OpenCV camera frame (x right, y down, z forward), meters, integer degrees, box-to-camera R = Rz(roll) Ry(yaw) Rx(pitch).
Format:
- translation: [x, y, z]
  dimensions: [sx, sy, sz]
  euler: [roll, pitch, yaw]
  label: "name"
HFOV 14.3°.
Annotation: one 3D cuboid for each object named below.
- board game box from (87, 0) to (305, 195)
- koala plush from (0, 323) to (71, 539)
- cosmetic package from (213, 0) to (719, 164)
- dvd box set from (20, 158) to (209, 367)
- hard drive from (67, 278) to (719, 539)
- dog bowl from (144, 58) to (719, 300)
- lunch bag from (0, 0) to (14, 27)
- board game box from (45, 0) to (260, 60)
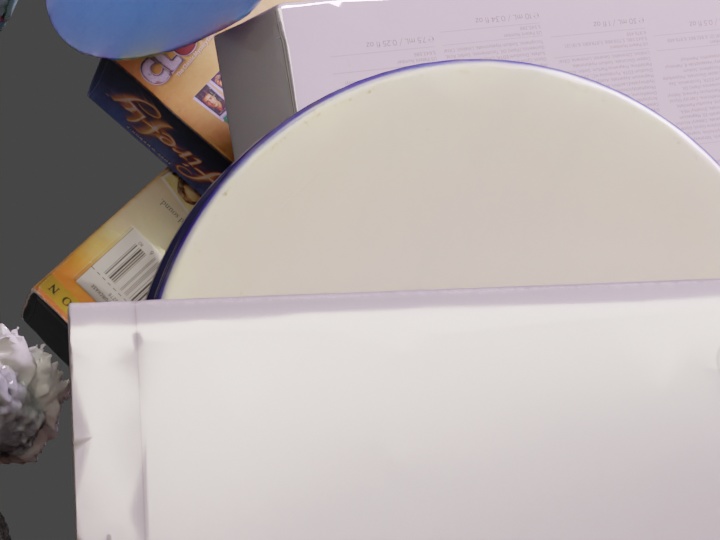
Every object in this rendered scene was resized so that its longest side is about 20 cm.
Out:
- translation: [0.018, -0.089, 1.018]
  dimensions: [0.135, 0.035, 0.200]
  euler: [41, 62, 4]
  label: "board game box"
- translation: [-0.153, 0.096, 0.832]
  dimensions: [0.183, 0.200, 0.178]
  euler: [36, 62, 1]
  label: "koala plush"
- translation: [0.059, -0.018, 0.955]
  dimensions: [0.199, 0.052, 0.152]
  euler: [-8, 85, -31]
  label: "cosmetic package"
- translation: [0.000, 0.000, 1.011]
  dimensions: [0.146, 0.029, 0.200]
  euler: [43, 63, 5]
  label: "dvd box set"
- translation: [0.021, 0.072, 0.792]
  dimensions: [0.199, 0.026, 0.133]
  euler: [-2, 87, -6]
  label: "hard drive"
- translation: [0.031, 0.040, 0.847]
  dimensions: [0.199, 0.079, 0.201]
  euler: [0, 87, -6]
  label: "dog bowl"
- translation: [-0.196, -0.139, 0.928]
  dimensions: [0.199, 0.170, 0.122]
  euler: [26, 73, -6]
  label: "lunch bag"
- translation: [-0.020, -0.141, 0.967]
  dimensions: [0.039, 0.158, 0.200]
  euler: [41, 87, -33]
  label: "board game box"
